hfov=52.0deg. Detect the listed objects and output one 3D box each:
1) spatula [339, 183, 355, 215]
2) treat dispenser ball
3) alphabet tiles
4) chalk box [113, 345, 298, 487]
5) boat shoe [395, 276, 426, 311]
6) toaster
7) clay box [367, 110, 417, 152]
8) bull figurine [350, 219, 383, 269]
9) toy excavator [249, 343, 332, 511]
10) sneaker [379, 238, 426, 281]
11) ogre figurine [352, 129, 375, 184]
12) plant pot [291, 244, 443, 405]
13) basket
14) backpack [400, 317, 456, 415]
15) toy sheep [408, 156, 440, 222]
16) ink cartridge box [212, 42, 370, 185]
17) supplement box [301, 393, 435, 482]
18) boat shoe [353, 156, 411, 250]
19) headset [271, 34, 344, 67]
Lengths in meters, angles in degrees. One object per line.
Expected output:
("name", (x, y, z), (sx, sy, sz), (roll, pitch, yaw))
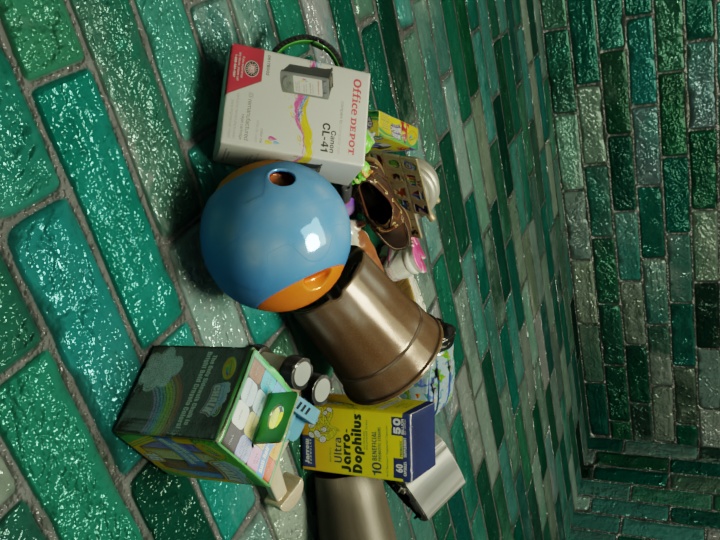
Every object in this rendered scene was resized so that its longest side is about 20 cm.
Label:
("spatula", (-0.028, -0.114, 1.221), (0.200, 0.056, 0.021), (122, -57, -80))
("treat dispenser ball", (-0.112, -0.046, 0.980), (0.201, 0.200, 0.202), (2, 87, -63))
("alphabet tiles", (0.049, -0.137, 1.328), (0.008, 0.167, 0.200), (-56, 145, -30))
("chalk box", (-0.160, 0.172, 0.878), (0.124, 0.199, 0.125), (59, 40, -45))
("boat shoe", (0.112, 0.091, 1.566), (0.069, 0.071, 0.201), (-34, 118, -58))
("toaster", (0.087, 0.347, 1.356), (0.119, 0.200, 0.181), (-39, 135, -11))
("clay box", (0.014, -0.248, 1.330), (0.200, 0.115, 0.048), (-2, 92, -63))
("bull figurine", (0.000, 0.000, 1.355), (0.200, 0.065, 0.122), (58, 44, -42))
("toy excavator", (-0.123, 0.236, 1.092), (0.195, 0.100, 0.200), (49, 60, -50))
("sneaker", (0.079, -0.034, 1.503), (0.200, 0.088, 0.082), (-72, 138, -74))
("ogre figurine", (-0.047, -0.176, 1.195), (0.200, 0.120, 0.098), (-18, 86, -58))
("plant pot", (-0.001, 0.079, 1.198), (0.198, 0.200, 0.201), (51, 43, -27))
("basket", (-0.008, 0.434, 1.243), (0.136, 0.180, 0.201), (-8, 88, -30))
("backpack", (0.115, 0.207, 1.499), (0.154, 0.163, 0.200), (-51, 141, -40))
("toy sheep", (0.097, -0.159, 1.479), (0.200, 0.137, 0.138), (-74, 153, -63))
("ink cartridge box", (-0.094, -0.214, 1.024), (0.086, 0.199, 0.148), (146, -50, -71))
("supplement box", (0.013, 0.273, 1.222), (0.109, 0.199, 0.109), (-3, 92, -63))
("boat shoe", (0.037, -0.102, 1.295), (0.070, 0.070, 0.200), (-93, 157, -48))
("headset", (-0.097, -0.252, 1.100), (0.094, 0.123, 0.200), (-127, -120, -78))
